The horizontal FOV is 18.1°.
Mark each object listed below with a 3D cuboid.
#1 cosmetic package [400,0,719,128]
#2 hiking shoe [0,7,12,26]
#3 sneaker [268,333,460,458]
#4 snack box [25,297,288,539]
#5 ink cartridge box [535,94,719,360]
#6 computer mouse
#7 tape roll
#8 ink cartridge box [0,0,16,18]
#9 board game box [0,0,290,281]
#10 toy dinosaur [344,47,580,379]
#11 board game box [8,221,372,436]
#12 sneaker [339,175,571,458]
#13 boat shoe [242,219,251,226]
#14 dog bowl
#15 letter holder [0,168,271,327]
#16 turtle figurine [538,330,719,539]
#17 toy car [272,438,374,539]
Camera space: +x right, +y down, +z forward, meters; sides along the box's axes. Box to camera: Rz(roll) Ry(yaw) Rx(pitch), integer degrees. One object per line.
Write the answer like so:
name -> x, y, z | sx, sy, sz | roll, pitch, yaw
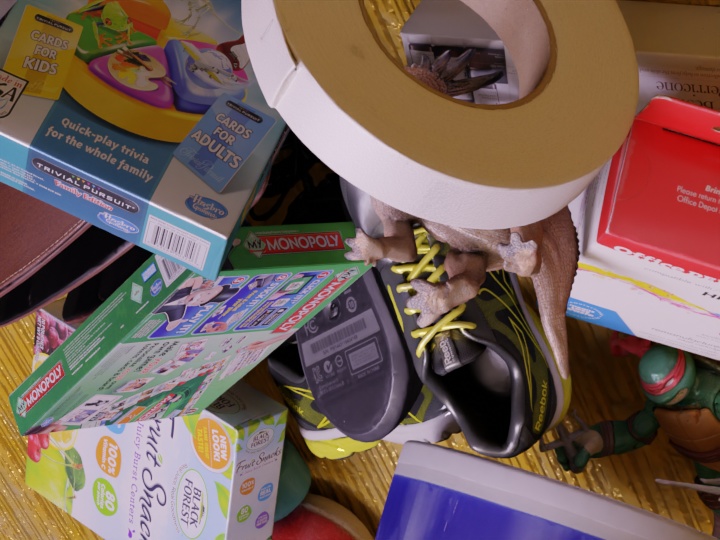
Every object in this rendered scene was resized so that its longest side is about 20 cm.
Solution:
cosmetic package -> 0.125, -0.098, 1.205 | 0.199, 0.051, 0.083 | 7, 134, 26
hiking shoe -> -0.187, -0.123, 1.328 | 0.199, 0.101, 0.076 | -7, 127, 29
sneaker -> 0.014, 0.061, 1.397 | 0.200, 0.075, 0.085 | -23, 115, 43
snack box -> -0.139, 0.117, 1.496 | 0.200, 0.053, 0.143 | 28, 123, 36
ink cartridge box -> 0.172, -0.018, 1.168 | 0.116, 0.068, 0.200 | 16, 164, -4
computer mouse -> 0.000, 0.000, 1.332 | 0.138, 0.053, 0.201 | -21, 79, 46
tape roll -> 0.040, -0.112, 1.094 | 0.202, 0.203, 0.037 | 34, 139, -3
ink cartridge box -> -0.251, -0.184, 1.300 | 0.199, 0.116, 0.067 | 2, 131, 30
board game box -> -0.100, -0.113, 1.160 | 0.150, 0.201, 0.047 | 25, 149, 0
toy dinosaur -> 0.058, -0.042, 1.154 | 0.200, 0.135, 0.086 | 41, 122, 9
board game box -> -0.099, 0.034, 1.305 | 0.200, 0.134, 0.029 | -41, 65, 41
sneaker -> 0.052, 0.013, 1.233 | 0.074, 0.085, 0.200 | -30, 99, 22
boat shoe -> -0.113, 0.000, 1.392 | 0.072, 0.072, 0.200 | 35, 162, 10
dog bowl -> 0.108, 0.165, 1.299 | 0.199, 0.079, 0.200 | 18, 173, 2
letter holder -> -0.148, -0.029, 1.259 | 0.100, 0.143, 0.200 | 30, 140, -28
turtle figurine -> 0.201, 0.103, 1.318 | 0.149, 0.101, 0.200 | 12, 156, 50
toy car -> -0.093, 0.251, 1.564 | 0.176, 0.200, 0.185 | -9, 125, 37
